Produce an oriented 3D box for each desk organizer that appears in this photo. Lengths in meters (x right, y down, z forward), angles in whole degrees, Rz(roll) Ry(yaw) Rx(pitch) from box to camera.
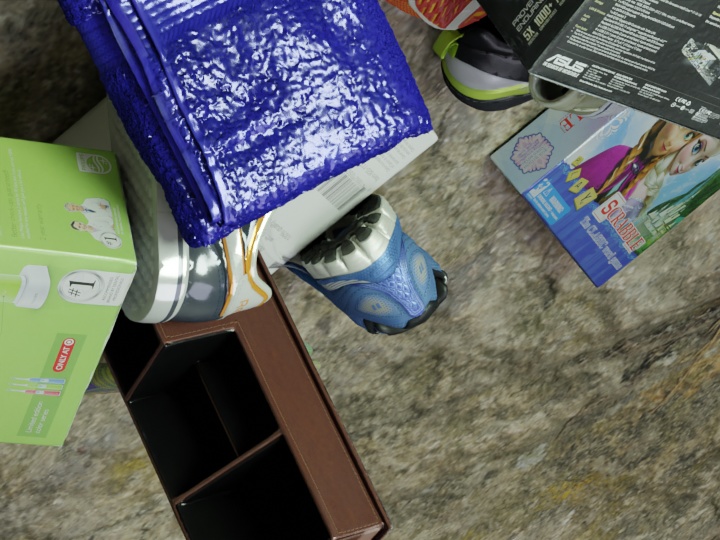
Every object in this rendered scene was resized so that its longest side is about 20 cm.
[{"bbox_3d":[-0.069,0.073,1.279,0.077,0.200,0.072,-13,155,-33],"label":"desk organizer"}]

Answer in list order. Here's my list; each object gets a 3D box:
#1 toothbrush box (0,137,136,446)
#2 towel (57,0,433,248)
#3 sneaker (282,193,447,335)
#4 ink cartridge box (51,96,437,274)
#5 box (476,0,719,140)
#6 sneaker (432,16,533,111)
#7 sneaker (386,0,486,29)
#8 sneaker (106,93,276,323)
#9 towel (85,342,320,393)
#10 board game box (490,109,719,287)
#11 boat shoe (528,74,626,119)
[{"bbox_3d":[-0.231,0.006,1.229,0.200,0.086,0.146,5,135,-23],"label":"toothbrush box"},{"bbox_3d":[-0.063,-0.127,1.192,0.148,0.200,0.050,-29,-171,-15],"label":"towel"},{"bbox_3d":[0.000,0.000,1.481,0.079,0.089,0.200,-39,-166,-1],"label":"sneaker"},{"bbox_3d":[-0.075,-0.064,1.374,0.200,0.083,0.147,-39,152,5],"label":"ink cartridge box"},{"bbox_3d":[0.180,-0.165,1.263,0.200,0.086,0.164,14,125,-42],"label":"box"},{"bbox_3d":[0.136,-0.164,1.481,0.200,0.072,0.083,-30,148,-15],"label":"sneaker"},{"bbox_3d":[0.085,-0.186,1.390,0.200,0.077,0.073,-9,124,-42],"label":"sneaker"},{"bbox_3d":[-0.084,-0.072,1.256,0.079,0.200,0.078,1,176,-29],"label":"sneaker"},{"bbox_3d":[-0.140,0.060,1.433,0.144,0.023,0.200,-1,175,-45],"label":"towel"},{"bbox_3d":[0.206,-0.094,1.698,0.199,0.041,0.200,-40,152,4],"label":"board game box"},{"bbox_3d":[0.164,-0.165,1.365,0.062,0.072,0.200,-13,139,-53],"label":"boat shoe"}]
